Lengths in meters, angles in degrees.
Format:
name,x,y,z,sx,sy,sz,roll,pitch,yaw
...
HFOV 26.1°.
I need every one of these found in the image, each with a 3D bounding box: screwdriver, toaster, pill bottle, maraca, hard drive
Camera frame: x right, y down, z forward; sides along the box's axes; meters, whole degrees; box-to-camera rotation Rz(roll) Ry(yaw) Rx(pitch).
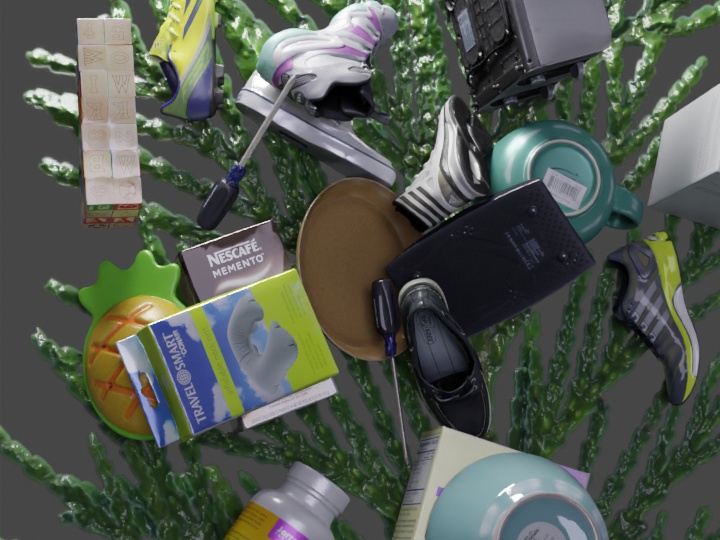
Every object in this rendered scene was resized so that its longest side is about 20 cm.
name,x,y,z,sx,sy,sz,roll,pitch,yaw
screwdriver,-0.121,-0.124,1.662,0.028,0.029,0.201,33,117,-1
toaster,0.179,-0.294,1.749,0.118,0.181,0.202,-12,82,-19
pill bottle,-0.096,0.302,1.621,0.104,0.104,0.201,36,75,-4
maraca,-0.229,0.079,1.630,0.136,0.107,0.202,-14,74,1
screwdriver,0.033,0.109,1.671,0.028,0.029,0.202,-1,85,-53
hard drive,0.141,-0.012,1.692,0.199,0.042,0.135,-30,113,18

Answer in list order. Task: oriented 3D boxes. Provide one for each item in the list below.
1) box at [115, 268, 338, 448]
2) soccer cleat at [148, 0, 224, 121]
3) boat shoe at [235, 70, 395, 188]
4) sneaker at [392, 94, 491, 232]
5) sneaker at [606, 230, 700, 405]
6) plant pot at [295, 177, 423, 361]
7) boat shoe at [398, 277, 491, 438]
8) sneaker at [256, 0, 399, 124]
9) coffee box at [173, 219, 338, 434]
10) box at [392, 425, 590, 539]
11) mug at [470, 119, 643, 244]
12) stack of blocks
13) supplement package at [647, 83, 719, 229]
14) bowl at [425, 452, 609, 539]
name,x,y,z,sx,sy,sz,roll,pitch,yaw
box,-0.134,0.088,1.578,0.199,0.048,0.123,-22,86,-28
soccer cleat,-0.194,-0.265,1.719,0.083,0.065,0.202,-3,80,-6
boat shoe,-0.040,-0.163,1.730,0.199,0.074,0.066,31,80,-7
sneaker,0.082,-0.117,1.728,0.115,0.201,0.076,-36,112,22
sneaker,0.334,0.059,1.784,0.080,0.074,0.202,-11,77,-5
plant pot,0.000,0.000,1.695,0.199,0.027,0.202,11,73,-41
boat shoe,0.095,0.108,1.685,0.074,0.066,0.201,-16,109,2
sneaker,-0.003,-0.215,1.709,0.199,0.078,0.140,-28,64,-34
coffee box,-0.115,0.061,1.670,0.112,0.080,0.201,-20,85,-15
box,0.131,0.291,1.678,0.175,0.097,0.202,18,78,-9
mug,0.225,-0.098,1.756,0.184,0.114,0.153,-21,85,-15
stack of blocks,-0.271,-0.154,1.655,0.058,0.115,0.202,-2,80,-13
supplement package,0.423,-0.128,1.760,0.116,0.200,0.118,15,78,-10
bowl,0.176,0.285,1.585,0.199,0.105,0.203,2,80,-13
